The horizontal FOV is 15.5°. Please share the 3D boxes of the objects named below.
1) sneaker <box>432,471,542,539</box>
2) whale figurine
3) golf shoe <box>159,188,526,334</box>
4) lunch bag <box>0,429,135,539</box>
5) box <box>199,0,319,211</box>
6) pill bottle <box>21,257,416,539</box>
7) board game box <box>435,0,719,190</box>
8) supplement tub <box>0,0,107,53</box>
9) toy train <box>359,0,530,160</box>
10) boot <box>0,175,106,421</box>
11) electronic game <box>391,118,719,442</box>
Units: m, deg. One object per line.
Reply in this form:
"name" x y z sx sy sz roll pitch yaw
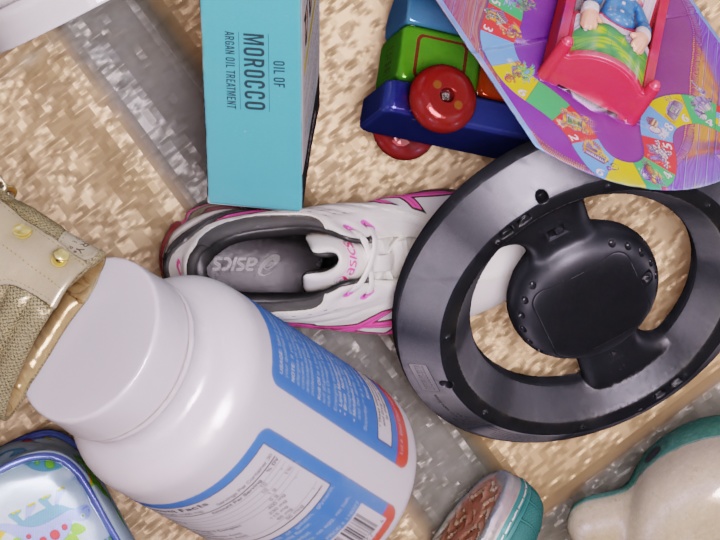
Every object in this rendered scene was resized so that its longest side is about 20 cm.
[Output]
"sneaker" 0.061 0.204 1.377 0.080 0.071 0.201 20 99 -14
"whale figurine" 0.173 0.160 1.390 0.159 0.104 0.200 32 117 -11
"golf shoe" 0.000 0.000 1.336 0.199 0.092 0.073 -4 97 -8
"lunch bag" -0.199 0.189 1.337 0.199 0.082 0.161 -29 99 -3
"box" -0.047 -0.128 1.261 0.049 0.083 0.201 5 136 3
"pill bottle" -0.069 0.069 1.280 0.112 0.112 0.200 -52 137 1
"board game box" 0.120 -0.129 1.289 0.158 0.039 0.200 -13 60 -38
"supplement tub" -0.168 -0.218 1.257 0.144 0.144 0.201 -28 100 -3
"toy train" 0.106 -0.105 1.350 0.199 0.085 0.116 11 79 -14
"boot" -0.177 -0.049 1.190 0.155 0.073 0.201 27 95 9
"electronic game" 0.111 0.008 1.338 0.199 0.042 0.201 -11 130 -13
